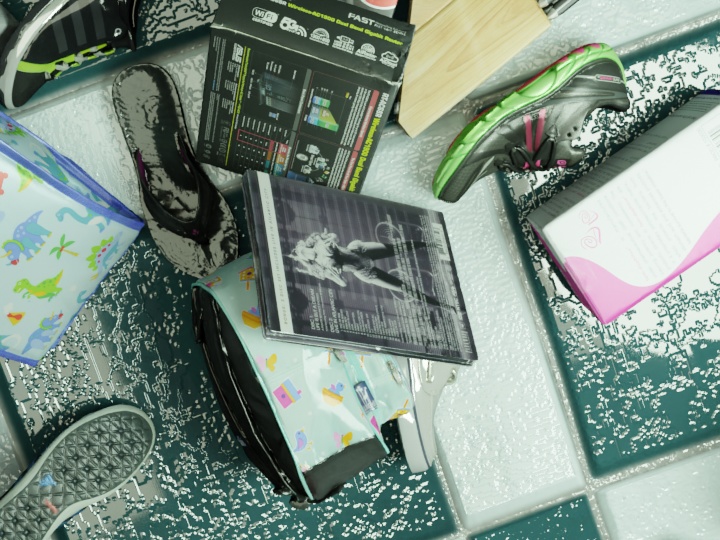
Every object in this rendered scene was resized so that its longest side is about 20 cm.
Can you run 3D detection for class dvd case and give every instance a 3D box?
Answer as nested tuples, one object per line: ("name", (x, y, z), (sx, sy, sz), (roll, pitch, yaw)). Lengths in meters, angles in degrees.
("dvd case", (0.000, 0.000, 0.978), (0.197, 0.151, 0.016), (10, 143, -32))

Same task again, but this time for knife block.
("knife block", (0.124, -0.207, 1.030), (0.172, 0.064, 0.204), (7, 98, -1))

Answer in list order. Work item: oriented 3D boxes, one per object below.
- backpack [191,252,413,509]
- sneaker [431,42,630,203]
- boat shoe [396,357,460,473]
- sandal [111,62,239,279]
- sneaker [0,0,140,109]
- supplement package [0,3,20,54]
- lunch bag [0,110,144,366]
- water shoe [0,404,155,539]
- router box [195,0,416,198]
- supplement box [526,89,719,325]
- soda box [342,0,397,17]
("backpack", (-0.056, 0.074, 1.019), (0.152, 0.176, 0.202), (-34, 96, -12))
("sneaker", (0.148, -0.115, 1.039), (0.199, 0.077, 0.084), (-34, 93, 6))
("boat shoe", (0.058, 0.079, 1.073), (0.064, 0.072, 0.204), (-6, 92, 3))
("sandal", (-0.168, -0.082, 1.055), (0.074, 0.048, 0.203), (-22, 97, 3))
("sneaker", (-0.232, -0.207, 1.026), (0.082, 0.072, 0.201), (39, 96, -7))
("supplement package", (-0.400, -0.238, 1.001), (0.114, 0.110, 0.200), (-43, 97, 6))
("lunch bag", (-0.308, -0.028, 1.028), (0.199, 0.128, 0.171), (36, 98, -35))
("water shoe", (-0.276, 0.191, 1.087), (0.199, 0.079, 0.072), (-39, 102, -21))
("router box", (-0.050, -0.140, 0.974), (0.147, 0.201, 0.063), (18, 62, -3))
("supplement box", (0.255, -0.057, 1.034), (0.199, 0.103, 0.102), (-34, 98, 3))
("soda box", (0.007, -0.253, 1.019), (0.062, 0.071, 0.203), (17, 98, -3))
